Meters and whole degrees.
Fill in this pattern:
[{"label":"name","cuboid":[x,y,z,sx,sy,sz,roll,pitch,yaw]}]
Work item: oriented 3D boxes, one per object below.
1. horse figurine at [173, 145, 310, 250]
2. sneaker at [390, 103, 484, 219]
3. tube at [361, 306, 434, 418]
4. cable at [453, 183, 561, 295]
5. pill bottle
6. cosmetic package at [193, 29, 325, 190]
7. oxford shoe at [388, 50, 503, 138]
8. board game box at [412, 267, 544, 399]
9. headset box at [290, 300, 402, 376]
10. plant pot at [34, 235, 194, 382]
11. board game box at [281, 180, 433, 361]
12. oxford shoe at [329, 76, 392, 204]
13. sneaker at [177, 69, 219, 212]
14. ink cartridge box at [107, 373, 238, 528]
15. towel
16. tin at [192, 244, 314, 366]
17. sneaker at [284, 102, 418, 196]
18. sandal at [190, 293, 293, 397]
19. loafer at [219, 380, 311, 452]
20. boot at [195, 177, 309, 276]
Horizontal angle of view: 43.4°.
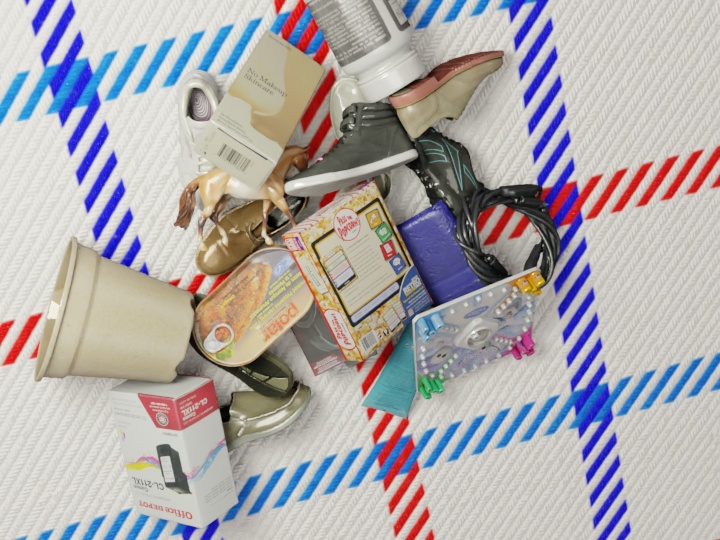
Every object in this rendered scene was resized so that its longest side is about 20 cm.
[{"label":"horse figurine","cuboid":[-0.162,-0.098,1.237,0.198,0.050,0.134,-4,99,-3]},{"label":"sneaker","cuboid":[0.108,-0.168,1.322,0.079,0.075,0.201,-40,108,-16]},{"label":"tube","cuboid":[0.070,0.145,1.374,0.077,0.051,0.201,19,121,-7]},{"label":"cable","cuboid":[0.211,-0.042,1.321,0.199,0.051,0.165,-10,95,-37]},{"label":"pill bottle","cuboid":[0.002,-0.339,1.236,0.112,0.113,0.201,-30,105,0]},{"label":"cosmetic package","cuboid":[-0.131,-0.216,1.207,0.105,0.201,0.071,31,141,-13]},{"label":"oxford shoe","cuboid":[0.129,-0.253,1.279,0.199,0.070,0.075,-31,111,-22]},{"label":"board game box","cuboid":[0.173,0.098,1.325,0.198,0.026,0.201,-22,143,-11]},{"label":"headset box","cuboid":[-0.039,0.047,1.339,0.148,0.077,0.201,-25,103,-1]},{"label":"plant pot","cuboid":[-0.336,0.073,1.260,0.182,0.200,0.202,15,101,-21]},{"label":"board game box","cuboid":[0.000,0.000,1.257,0.151,0.046,0.201,-35,107,-32]},{"label":"oxford shoe","cuboid":[0.004,-0.179,1.303,0.074,0.058,0.202,-13,103,-2]},{"label":"sneaker","cuboid":[-0.223,-0.172,1.253,0.074,0.100,0.202,-8,105,-7]},{"label":"ink cartridge box","cuboid":[-0.271,0.258,1.317,0.145,0.083,0.202,0,107,35]},{"label":"towel","cuboid":[0.115,0.007,1.349,0.147,0.050,0.201,-28,108,21]},{"label":"tin","cuboid":[-0.147,0.049,1.272,0.200,0.042,0.112,-41,93,12]},{"label":"sneaker","cuboid":[-0.025,-0.169,1.238,0.198,0.071,0.100,-21,88,-20]},{"label":"sandal","cuboid":[-0.182,0.112,1.343,0.201,0.057,0.080,41,117,-3]},{"label":"loafer","cuboid":[-0.168,0.215,1.361,0.199,0.075,0.070,-27,109,-1]},{"label":"boot","cuboid":[-0.158,-0.060,1.300,0.199,0.076,0.074,-38,107,3]}]
